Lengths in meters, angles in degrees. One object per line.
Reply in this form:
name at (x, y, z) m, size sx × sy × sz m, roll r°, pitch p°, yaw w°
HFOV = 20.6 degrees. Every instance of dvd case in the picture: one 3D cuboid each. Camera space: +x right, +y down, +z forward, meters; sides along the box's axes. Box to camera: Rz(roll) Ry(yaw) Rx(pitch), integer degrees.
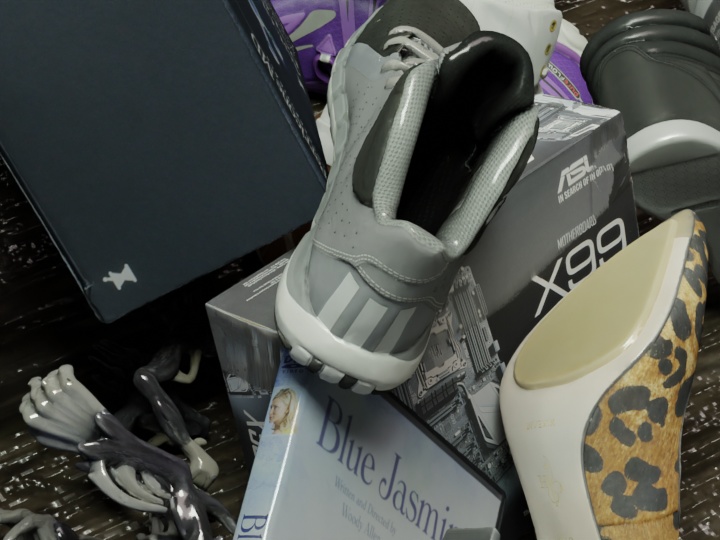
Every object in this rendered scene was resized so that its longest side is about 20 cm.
dvd case at (-0.005, 0.142, 0.709) m, size 0.018 × 0.143 × 0.200 m, roll -6°, pitch 57°, yaw 35°

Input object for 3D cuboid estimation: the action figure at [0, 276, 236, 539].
action figure at (-0.100, 0.090, 0.778) m, size 0.102 × 0.119 × 0.200 m, roll 25°, pitch 35°, yaw -15°

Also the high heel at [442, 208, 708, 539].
high heel at (0.117, 0.087, 0.802) m, size 0.071 × 0.143 × 0.200 m, roll 1°, pitch 53°, yaw 52°

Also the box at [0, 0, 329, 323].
box at (-0.096, -0.099, 0.816) m, size 0.107 × 0.149 × 0.200 m, roll -26°, pitch 25°, yaw 5°

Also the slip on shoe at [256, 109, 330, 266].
slip on shoe at (0.000, 0.000, 0.917) m, size 0.061 × 0.076 × 0.200 m, roll 41°, pitch 22°, yaw -34°

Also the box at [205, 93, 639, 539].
box at (0.039, 0.040, 0.817) m, size 0.200 × 0.158 × 0.050 m, roll -32°, pitch 34°, yaw -34°

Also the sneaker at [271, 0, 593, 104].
sneaker at (0.023, -0.100, 0.998) m, size 0.200 × 0.081 × 0.084 m, roll 10°, pitch 54°, yaw -3°

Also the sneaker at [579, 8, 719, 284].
sneaker at (0.171, -0.057, 0.927) m, size 0.200 × 0.071 × 0.099 m, roll 30°, pitch 40°, yaw -47°

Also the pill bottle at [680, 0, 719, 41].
pill bottle at (0.243, -0.113, 1.028) m, size 0.113 × 0.113 × 0.200 m, roll -11°, pitch 52°, yaw -21°

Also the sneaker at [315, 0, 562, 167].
sneaker at (0.075, -0.067, 0.897) m, size 0.200 × 0.116 × 0.074 m, roll 24°, pitch 5°, yaw -44°

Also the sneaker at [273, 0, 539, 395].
sneaker at (0.034, -0.057, 0.708) m, size 0.075 × 0.116 × 0.200 m, roll 23°, pitch 46°, yaw -11°
